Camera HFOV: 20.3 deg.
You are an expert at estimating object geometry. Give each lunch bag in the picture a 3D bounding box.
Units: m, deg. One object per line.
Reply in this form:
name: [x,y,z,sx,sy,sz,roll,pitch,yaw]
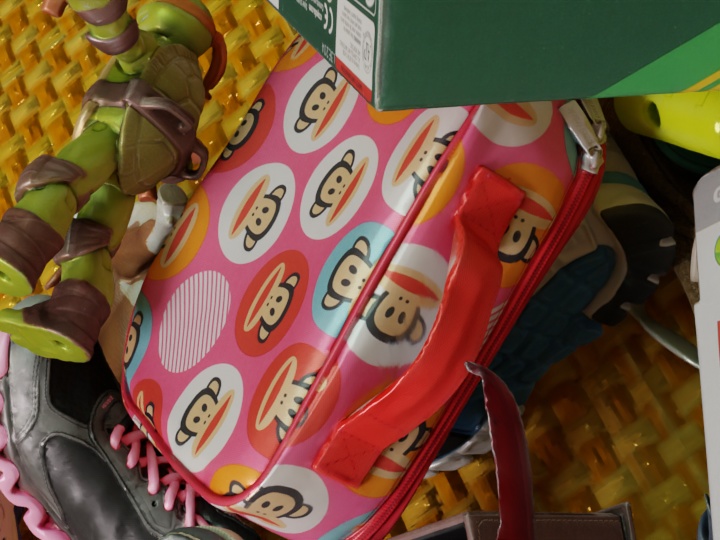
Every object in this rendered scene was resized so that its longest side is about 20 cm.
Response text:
lunch bag: [0.000,0.000,0.744,0.200,0.082,0.176,-59,30,3]

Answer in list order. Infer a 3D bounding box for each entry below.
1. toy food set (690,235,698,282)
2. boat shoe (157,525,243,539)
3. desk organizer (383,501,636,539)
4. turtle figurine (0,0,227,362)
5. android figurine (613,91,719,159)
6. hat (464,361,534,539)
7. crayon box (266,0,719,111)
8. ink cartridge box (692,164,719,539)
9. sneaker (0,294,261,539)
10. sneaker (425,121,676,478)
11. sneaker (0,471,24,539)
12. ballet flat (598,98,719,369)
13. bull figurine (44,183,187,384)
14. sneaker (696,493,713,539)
toy food set: [0.233,-0.025,0.699,0.200,0.060,0.144,9,33,37]
boat shoe: [-0.082,0.178,0.687,0.073,0.062,0.200,-1,66,36]
desk organizer: [0.058,0.184,0.680,0.072,0.077,0.200,-26,66,46]
turtle figurine: [-0.091,-0.046,0.782,0.064,0.200,0.161,20,67,13]
android figurine: [0.186,-0.089,0.734,0.182,0.041,0.200,-25,26,-22]
hat: [0.083,0.175,0.627,0.166,0.200,0.176,13,39,10]
crayon box: [0.064,-0.107,0.681,0.200,0.172,0.058,-126,35,-66]
ink cartridge box: [0.196,0.025,0.572,0.200,0.084,0.176,-28,55,47]
sneaker: [-0.087,0.100,0.828,0.095,0.200,0.079,-12,15,24]
sneaker: [0.044,0.011,0.819,0.200,0.075,0.087,-42,41,30]
sneaker: [-0.177,0.106,0.890,0.081,0.199,0.115,-3,73,-7]
ballet flat: [0.128,-0.016,0.802,0.072,0.068,0.200,-48,50,27]
bull figurine: [-0.089,0.021,0.914,0.121,0.065,0.200,-54,46,45]
sneaker: [0.138,0.125,0.693,0.075,0.085,0.200,10,72,39]
